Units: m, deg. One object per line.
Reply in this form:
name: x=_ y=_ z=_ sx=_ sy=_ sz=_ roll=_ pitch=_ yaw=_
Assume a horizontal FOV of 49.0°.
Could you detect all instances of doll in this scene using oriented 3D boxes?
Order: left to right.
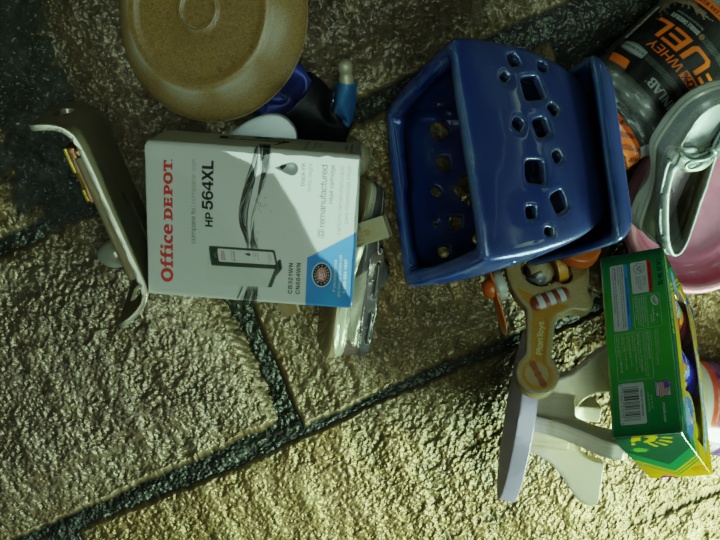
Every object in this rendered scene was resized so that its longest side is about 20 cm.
doll: x=-0.061 y=-0.172 z=0.818 sx=0.136 sy=0.049 sz=0.200 roll=-39 pitch=111 yaw=18

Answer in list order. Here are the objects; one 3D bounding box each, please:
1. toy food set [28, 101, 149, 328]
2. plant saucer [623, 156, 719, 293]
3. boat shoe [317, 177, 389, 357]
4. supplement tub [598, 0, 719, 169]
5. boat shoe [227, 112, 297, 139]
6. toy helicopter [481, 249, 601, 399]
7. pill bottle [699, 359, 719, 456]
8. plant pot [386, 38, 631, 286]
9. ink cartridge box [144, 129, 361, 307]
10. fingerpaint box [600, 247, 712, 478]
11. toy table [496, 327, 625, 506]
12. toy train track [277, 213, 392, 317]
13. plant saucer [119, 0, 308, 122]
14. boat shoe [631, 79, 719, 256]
toy food set: x=-0.258 y=-0.060 z=0.774 sx=0.059 sy=0.144 sz=0.203 roll=-20 pitch=110 yaw=-2
plant saucer: x=0.394 y=-0.076 z=0.924 sx=0.196 sy=0.051 sz=0.204 roll=-3 pitch=109 yaw=-8
boat shoe: x=0.000 y=0.000 z=0.878 sx=0.064 sy=0.072 sz=0.204 roll=6 pitch=101 yaw=-26
supplement tub: x=0.324 y=-0.210 z=0.832 sx=0.200 sy=0.123 sz=0.123 roll=-43 pitch=109 yaw=6
boat shoe: x=-0.138 y=-0.084 z=0.822 sx=0.068 sy=0.057 sz=0.200 roll=40 pitch=104 yaw=-10
toy helicopter: x=0.190 y=0.042 z=0.875 sx=0.130 sy=0.079 sz=0.203 roll=9 pitch=63 yaw=5
pill bottle: x=0.476 y=0.178 z=0.986 sx=0.196 sy=0.112 sz=0.113 roll=11 pitch=106 yaw=-12
plant pot: x=0.144 y=-0.098 z=0.779 sx=0.176 sy=0.200 sz=0.204 roll=-5 pitch=83 yaw=-16
ink cartridge box: x=-0.100 y=-0.050 z=0.757 sx=0.196 sy=0.084 sz=0.149 roll=3 pitch=107 yaw=0
fingerpaint box: x=0.325 y=0.105 z=0.864 sx=0.072 sy=0.203 sz=0.167 roll=-11 pitch=148 yaw=29
toy table: x=0.232 y=0.176 z=0.924 sx=0.115 sy=0.184 sz=0.204 roll=8 pitch=108 yaw=5
toy train track: x=-0.053 y=-0.021 z=0.843 sx=0.197 sy=0.032 sz=0.117 roll=-17 pitch=96 yaw=28
plant saucer: x=-0.148 y=-0.245 z=0.750 sx=0.196 sy=0.035 sz=0.204 roll=2 pitch=99 yaw=12
boat shoe: x=0.329 y=-0.100 z=0.797 sx=0.073 sy=0.065 sz=0.204 roll=-20 pitch=144 yaw=-17
